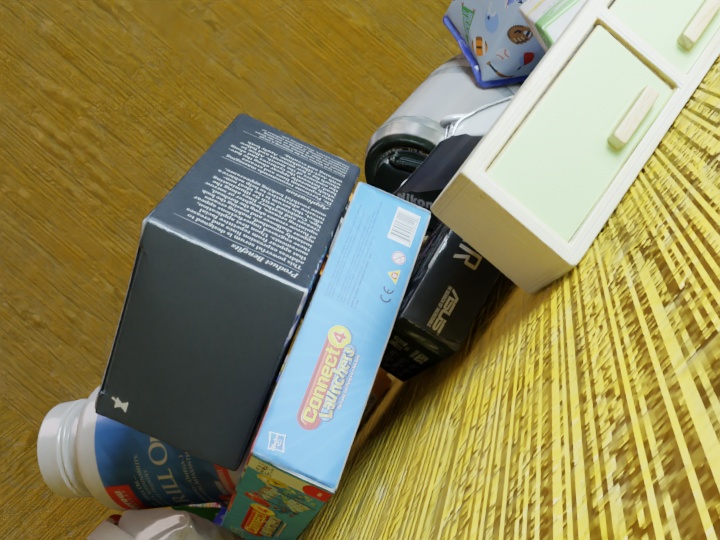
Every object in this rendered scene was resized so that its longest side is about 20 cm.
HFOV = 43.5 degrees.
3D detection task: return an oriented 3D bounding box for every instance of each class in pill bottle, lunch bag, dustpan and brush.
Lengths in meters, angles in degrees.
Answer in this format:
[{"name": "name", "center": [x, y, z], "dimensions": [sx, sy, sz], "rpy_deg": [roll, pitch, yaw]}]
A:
[{"name": "pill bottle", "center": [-0.169, 0.144, 0.767], "dimensions": [0.196, 0.115, 0.112], "rpy_deg": [-11, 16, 20]}, {"name": "lunch bag", "center": [0.214, -0.290, 0.941], "dimensions": [0.196, 0.126, 0.171], "rpy_deg": [-14, -22, -28]}, {"name": "dustpan and brush", "center": [0.130, -0.116, 0.728], "dimensions": [0.195, 0.059, 0.140], "rpy_deg": [-7, -11, -16]}]

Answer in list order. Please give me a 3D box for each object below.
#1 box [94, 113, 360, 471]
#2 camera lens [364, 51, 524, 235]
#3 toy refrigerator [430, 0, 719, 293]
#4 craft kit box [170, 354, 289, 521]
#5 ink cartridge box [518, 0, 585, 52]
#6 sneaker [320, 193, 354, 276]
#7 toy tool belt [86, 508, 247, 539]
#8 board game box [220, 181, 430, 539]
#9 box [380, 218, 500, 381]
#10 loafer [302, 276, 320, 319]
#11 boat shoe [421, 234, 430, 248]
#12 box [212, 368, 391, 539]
[{"name": "box", "center": [-0.086, 0.005, 0.631], "dimensions": [0.201, 0.105, 0.151], "rpy_deg": [-70, 3, -61]}, {"name": "camera lens", "center": [0.109, -0.137, 1.011], "dimensions": [0.201, 0.159, 0.160], "rpy_deg": [-49, -1, -34]}, {"name": "toy refrigerator", "center": [0.129, -0.094, 0.494], "dimensions": [0.201, 0.075, 0.070], "rpy_deg": [-52, 0, -17]}, {"name": "craft kit box", "center": [-0.103, 0.179, 0.968], "dimensions": [0.199, 0.048, 0.199], "rpy_deg": [-21, 31, 54]}, {"name": "ink cartridge box", "center": [0.192, -0.213, 0.714], "dimensions": [0.116, 0.068, 0.201], "rpy_deg": [-37, 14, 15]}, {"name": "sneaker", "center": [0.000, 0.000, 0.892], "dimensions": [0.076, 0.200, 0.080], "rpy_deg": [-9, -50, -33]}, {"name": "toy tool belt", "center": [-0.172, 0.258, 0.709], "dimensions": [0.198, 0.124, 0.125], "rpy_deg": [-18, 46, 50]}, {"name": "board game box", "center": [-0.028, 0.076, 0.635], "dimensions": [0.197, 0.055, 0.203], "rpy_deg": [116, 175, -60]}, {"name": "box", "center": [0.069, -0.007, 0.667], "dimensions": [0.162, 0.043, 0.200], "rpy_deg": [-59, 0, -15]}, {"name": "loafer", "center": [-0.033, 0.042, 0.985], "dimensions": [0.070, 0.200, 0.074], "rpy_deg": [-22, -47, -25]}, {"name": "boat shoe", "center": [0.058, 0.011, 0.973], "dimensions": [0.072, 0.071, 0.201], "rpy_deg": [-53, -6, -35]}, {"name": "box", "center": [-0.069, 0.158, 0.828], "dimensions": [0.201, 0.042, 0.118], "rpy_deg": [-51, 29, -21]}]
